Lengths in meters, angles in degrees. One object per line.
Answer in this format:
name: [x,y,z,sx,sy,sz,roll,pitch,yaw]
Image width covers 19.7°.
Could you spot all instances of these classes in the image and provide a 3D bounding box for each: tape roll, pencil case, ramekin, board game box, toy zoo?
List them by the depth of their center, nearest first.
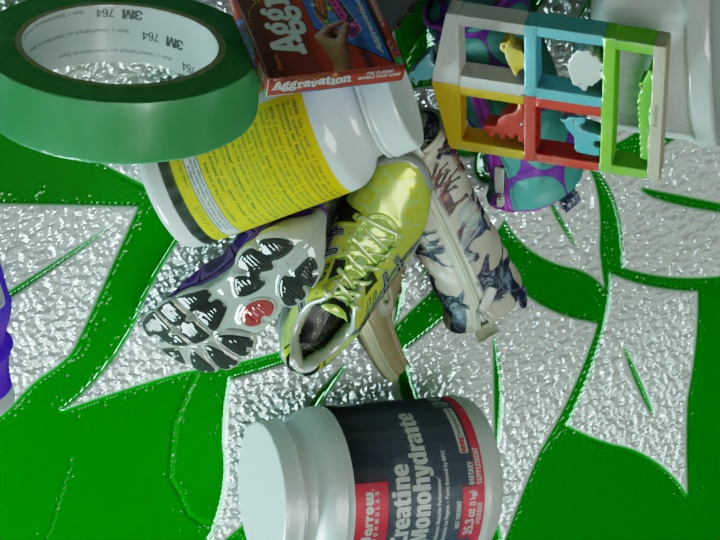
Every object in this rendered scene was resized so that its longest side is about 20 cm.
tape roll: [-0.170,-0.140,1.464,0.198,0.201,0.049,-6,122,-20]
board game box: [-0.048,-0.205,1.484,0.102,0.201,0.020,-9,142,-18]
toy zoo: [0.133,-0.138,1.570,0.198,0.021,0.132,10,135,15]
ramekin: [0.236,-0.197,1.619,0.093,0.203,0.204,1,124,15]
pencil case: [0.116,-0.139,1.658,0.092,0.085,0.201,-47,131,-31]
pencil case: [0.069,-0.039,1.694,0.077,0.090,0.201,-30,125,-2]

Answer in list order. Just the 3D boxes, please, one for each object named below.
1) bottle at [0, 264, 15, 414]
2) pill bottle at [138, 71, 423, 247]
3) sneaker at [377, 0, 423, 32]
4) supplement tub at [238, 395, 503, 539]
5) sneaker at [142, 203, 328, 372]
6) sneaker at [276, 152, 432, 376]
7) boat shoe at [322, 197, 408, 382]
bottle: [-0.308,0.021,1.578,0.083,0.065,0.202,-19,124,-12]
pill bottle: [-0.059,-0.099,1.553,0.198,0.113,0.113,-19,127,15]
sneaker: [0.029,-0.225,1.591,0.198,0.075,0.107,-21,135,-9]
supplement tub: [0.009,0.182,1.761,0.198,0.141,0.142,-3,119,-22]
sneaker: [-0.091,0.011,1.642,0.199,0.084,0.081,-34,111,34]
sneaker: [0.000,0.000,1.616,0.075,0.077,0.201,24,111,-11]
boat shoe: [0.009,0.003,1.705,0.065,0.072,0.201,-26,119,-6]
